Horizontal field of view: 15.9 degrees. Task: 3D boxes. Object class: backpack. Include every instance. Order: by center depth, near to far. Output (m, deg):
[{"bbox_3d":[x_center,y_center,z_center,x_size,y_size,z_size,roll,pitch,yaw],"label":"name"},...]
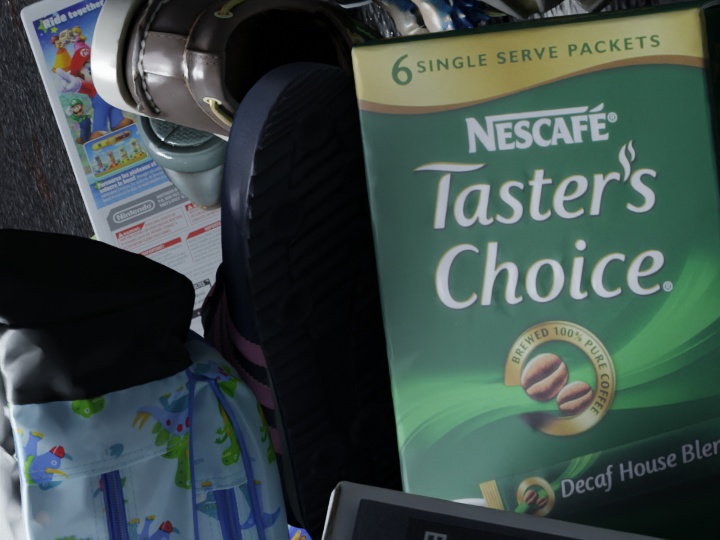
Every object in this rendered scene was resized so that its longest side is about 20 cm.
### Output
[{"bbox_3d":[-0.090,0.093,0.890,0.163,0.153,0.201,-161,71,-63],"label":"backpack"}]

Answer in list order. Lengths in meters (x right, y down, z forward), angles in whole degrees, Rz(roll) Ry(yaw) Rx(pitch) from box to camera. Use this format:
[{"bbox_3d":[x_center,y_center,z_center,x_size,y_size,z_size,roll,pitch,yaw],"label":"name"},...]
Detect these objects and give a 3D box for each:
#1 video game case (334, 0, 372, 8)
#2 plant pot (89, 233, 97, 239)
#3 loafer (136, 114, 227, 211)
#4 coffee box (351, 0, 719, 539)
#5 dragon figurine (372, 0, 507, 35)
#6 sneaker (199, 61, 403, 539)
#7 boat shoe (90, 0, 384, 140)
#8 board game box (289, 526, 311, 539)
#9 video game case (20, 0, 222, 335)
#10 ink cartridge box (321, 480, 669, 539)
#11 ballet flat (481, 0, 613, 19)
[{"bbox_3d":[-0.031,-0.213,1.099,0.182,0.023,0.201,-56,-49,-85],"label":"video game case"},{"bbox_3d":[-0.076,0.053,1.423,0.190,0.199,0.201,-113,7,-86],"label":"plant pot"},{"bbox_3d":[-0.071,-0.122,1.265,0.063,0.072,0.201,76,-160,-57],"label":"loafer"},{"bbox_3d":[0.068,0.018,0.830,0.044,0.123,0.201,-20,-75,-67],"label":"coffee box"},{"bbox_3d":[0.042,-0.029,1.038,0.200,0.099,0.059,60,175,3],"label":"dragon figurine"},{"bbox_3d":[-0.032,0.007,0.904,0.082,0.070,0.201,34,139,40],"label":"sneaker"},{"bbox_3d":[-0.033,-0.084,1.078,0.059,0.200,0.072,13,94,28],"label":"boat shoe"},{"bbox_3d":[0.061,0.168,0.983,0.200,0.045,0.134,31,179,-20],"label":"board game box"},{"bbox_3d":[-0.077,-0.069,1.314,0.018,0.143,0.201,52,-163,-75],"label":"video game case"},{"bbox_3d":[0.081,0.149,0.823,0.198,0.199,0.044,95,-175,-53],"label":"ink cartridge box"},{"bbox_3d":[0.058,-0.115,0.891,0.200,0.072,0.072,-160,55,-74],"label":"ballet flat"}]
